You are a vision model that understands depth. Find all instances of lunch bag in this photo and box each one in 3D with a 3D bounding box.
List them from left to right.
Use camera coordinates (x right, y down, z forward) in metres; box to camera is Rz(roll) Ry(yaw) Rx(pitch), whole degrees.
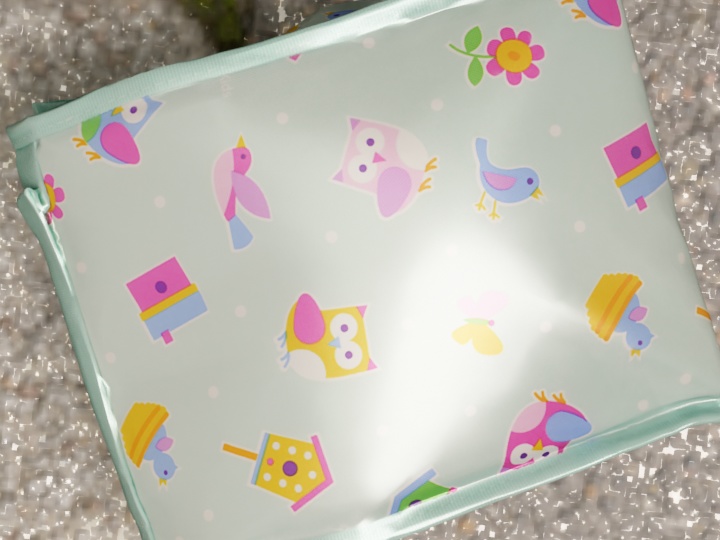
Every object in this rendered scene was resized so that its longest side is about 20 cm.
[{"bbox_3d":[0.000,0.000,0.688,0.200,0.122,0.171,-18,94,-5],"label":"lunch bag"}]
